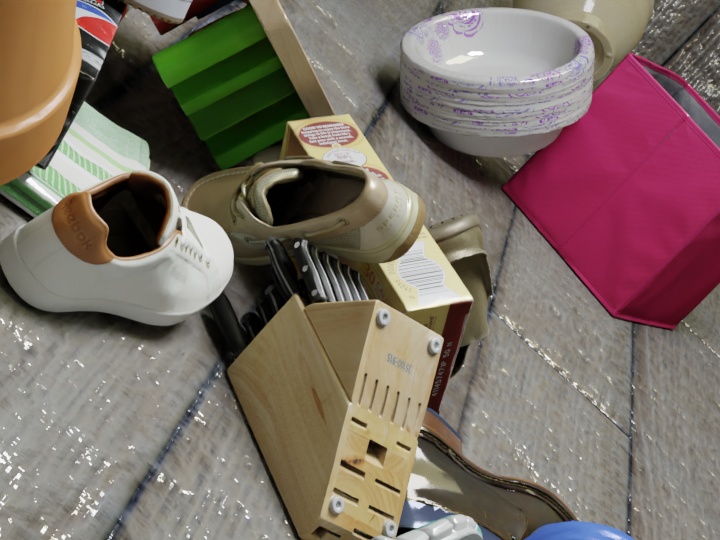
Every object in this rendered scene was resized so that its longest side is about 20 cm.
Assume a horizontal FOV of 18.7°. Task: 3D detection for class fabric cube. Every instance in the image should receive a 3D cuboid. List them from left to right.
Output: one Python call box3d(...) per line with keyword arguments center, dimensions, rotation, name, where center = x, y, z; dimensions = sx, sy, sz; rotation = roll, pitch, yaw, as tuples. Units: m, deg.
box3d(center=(0.309, -0.081, 2.324), dimensions=(0.200, 0.199, 0.196), rotation=(50, 18, 22), name="fabric cube")

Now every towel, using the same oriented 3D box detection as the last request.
box3d(center=(-0.189, -0.073, 1.399), dimensions=(0.152, 0.023, 0.200), rotation=(36, 18, -24), name="towel")

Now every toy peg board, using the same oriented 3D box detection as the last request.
box3d(center=(-0.109, -0.187, 1.593), dimensions=(0.200, 0.097, 0.200), rotation=(63, 1, 26), name="toy peg board")

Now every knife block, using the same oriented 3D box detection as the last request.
box3d(center=(-0.039, 0.077, 1.345), dimensions=(0.064, 0.175, 0.201), rotation=(29, 66, -38), name="knife block")

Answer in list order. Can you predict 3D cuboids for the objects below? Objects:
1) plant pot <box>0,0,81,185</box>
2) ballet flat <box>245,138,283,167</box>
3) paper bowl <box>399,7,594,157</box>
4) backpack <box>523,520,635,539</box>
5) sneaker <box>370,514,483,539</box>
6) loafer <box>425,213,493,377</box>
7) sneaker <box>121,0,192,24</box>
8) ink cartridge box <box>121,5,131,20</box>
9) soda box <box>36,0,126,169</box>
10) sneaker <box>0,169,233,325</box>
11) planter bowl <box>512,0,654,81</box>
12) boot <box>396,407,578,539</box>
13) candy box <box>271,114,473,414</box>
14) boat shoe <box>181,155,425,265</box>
box3d(center=(-0.232, -0.160, 1.160), dimensions=(0.199, 0.140, 0.201), rotation=(15, 45, -16), name="plant pot")
box3d(center=(-0.079, -0.096, 1.680), dimensions=(0.200, 0.072, 0.072), rotation=(48, 16, 22), name="ballet flat")
box3d(center=(0.139, -0.188, 2.249), dimensions=(0.199, 0.105, 0.201), rotation=(0, 30, 0), name="paper bowl")
box3d(center=(0.081, 0.213, 1.012), dimensions=(0.162, 0.200, 0.168), rotation=(37, 17, -18), name="backpack")
box3d(center=(0.027, 0.193, 1.203), dimensions=(0.092, 0.077, 0.200), rotation=(64, 23, 10), name="sneaker")
box3d(center=(0.062, 0.022, 1.571), dimensions=(0.200, 0.076, 0.068), rotation=(87, -21, -69), name="loafer")
box3d(center=(-0.181, -0.251, 1.409), dimensions=(0.199, 0.109, 0.070), rotation=(26, 15, -14), name="sneaker")
box3d(center=(-0.201, -0.258, 1.518), dimensions=(0.160, 0.200, 0.047), rotation=(49, 21, 18), name="ink cartridge box")
box3d(center=(-0.196, -0.134, 1.366), dimensions=(0.063, 0.071, 0.200), rotation=(29, 18, -11), name="soda box")
box3d(center=(-0.118, -0.016, 1.278), dimensions=(0.073, 0.085, 0.200), rotation=(59, 26, 12), name="sneaker")
box3d(center=(0.300, -0.344, 3.031), dimensions=(0.200, 0.200, 0.135), rotation=(38, 44, -21), name="planter bowl")
box3d(center=(0.073, 0.173, 1.372), dimensions=(0.200, 0.075, 0.097), rotation=(36, 35, -23), name="boot")
box3d(center=(0.000, 0.000, 1.496), dimensions=(0.055, 0.116, 0.200), rotation=(-8, 45, -26), name="candy box")
box3d(center=(-0.051, -0.045, 1.422), dimensions=(0.199, 0.073, 0.065), rotation=(6, -21, 43), name="boat shoe")
